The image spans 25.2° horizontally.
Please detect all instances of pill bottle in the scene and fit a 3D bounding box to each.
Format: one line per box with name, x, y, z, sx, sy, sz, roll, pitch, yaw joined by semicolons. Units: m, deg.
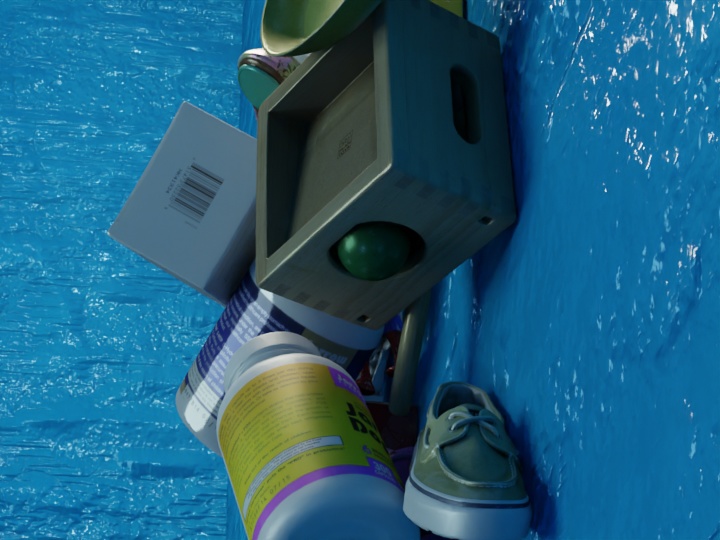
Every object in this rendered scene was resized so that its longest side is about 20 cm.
pill bottle;-0.036;0.124;1.048;0.200;0.103;0.105;-117;31;-55
pill bottle;-0.051;0.051;1.273;0.201;0.119;0.120;-59;17;16

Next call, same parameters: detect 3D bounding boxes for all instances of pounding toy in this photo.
pounding toy;0.022;-0.043;1.083;0.184;0.141;0.201;-40;41;42

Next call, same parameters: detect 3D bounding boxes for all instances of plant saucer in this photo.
plant saucer;0.000;-0.225;1.076;0.200;0.031;0.201;-46;26;31

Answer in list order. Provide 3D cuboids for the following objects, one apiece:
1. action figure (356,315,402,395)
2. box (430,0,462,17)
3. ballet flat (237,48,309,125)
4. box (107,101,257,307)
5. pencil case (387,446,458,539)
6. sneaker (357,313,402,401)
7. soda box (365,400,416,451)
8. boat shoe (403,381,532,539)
action figure;0.000;0.000;1.352;0.065;0.052;0.202;-24;61;30
box;0.049;-0.176;1.238;0.075;0.050;0.202;113;160;-67
ballet flat;-0.059;-0.145;1.380;0.071;0.069;0.200;-51;-21;-18
box;-0.109;-0.040;1.337;0.125;0.097;0.200;-60;-16;-5
pencil case;0.020;0.171;1.169;0.094;0.090;0.200;-61;6;-11
sneaker;-0.009;0.086;1.418;0.115;0.074;0.202;116;160;-75
soda box;0.006;0.208;1.301;0.070;0.063;0.202;136;138;-77
boat shoe;0.060;0.112;0.961;0.200;0.071;0.063;-128;44;-81
